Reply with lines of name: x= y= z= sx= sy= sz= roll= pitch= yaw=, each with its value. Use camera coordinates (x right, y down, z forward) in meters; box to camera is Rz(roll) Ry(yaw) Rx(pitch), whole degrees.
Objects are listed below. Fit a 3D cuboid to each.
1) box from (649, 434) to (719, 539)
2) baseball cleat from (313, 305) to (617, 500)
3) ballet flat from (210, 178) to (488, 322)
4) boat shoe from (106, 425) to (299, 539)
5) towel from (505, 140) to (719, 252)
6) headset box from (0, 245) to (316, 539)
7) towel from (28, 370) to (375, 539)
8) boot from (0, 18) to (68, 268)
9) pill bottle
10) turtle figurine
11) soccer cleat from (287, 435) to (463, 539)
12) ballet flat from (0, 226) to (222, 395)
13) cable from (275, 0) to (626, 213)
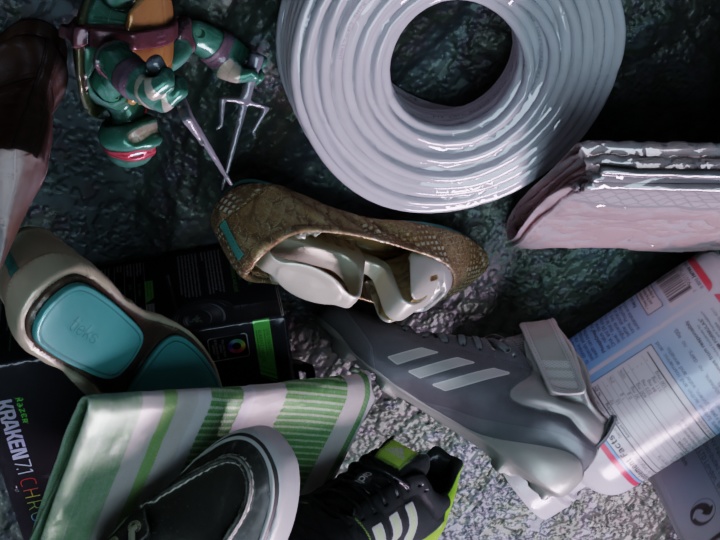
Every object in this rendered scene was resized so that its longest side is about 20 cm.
box: x=0.339 y=0.168 z=0.900 sx=0.200 sy=0.199 sz=0.171 roll=-40 pitch=122 yaw=17
baseball cleat: x=0.071 y=0.059 z=0.827 sx=0.200 sy=0.070 sz=0.107 roll=34 pitch=90 yaw=11
ballet flat: x=0.000 y=0.000 z=0.782 sx=0.199 sy=0.065 sz=0.071 roll=11 pitch=136 yaw=-30
boat shoe: x=-0.108 y=0.164 z=0.678 sx=0.200 sy=0.071 sz=0.064 roll=-52 pitch=152 yaw=16
towel: x=0.201 y=-0.039 z=0.756 sx=0.199 sy=0.191 sz=0.032 roll=1 pitch=81 yaw=-4
headset box: x=-0.127 y=0.087 z=0.817 sx=0.199 sy=0.093 sz=0.175 roll=-9 pitch=124 yaw=-7
towel: x=-0.091 y=0.121 z=0.734 sx=0.200 sy=0.023 sz=0.153 roll=0 pitch=127 yaw=-41
boot: x=-0.217 y=-0.029 z=0.658 sx=0.064 sy=0.200 sz=0.186 roll=30 pitch=112 yaw=-26
pill bottle: x=0.186 y=0.082 z=0.868 sx=0.200 sy=0.109 sz=0.109 roll=-35 pitch=122 yaw=12
turtle figurine: x=-0.108 y=-0.123 z=0.670 sx=0.100 sy=0.150 sz=0.201 roll=6 pitch=115 yaw=6
soccer cleat: x=-0.001 y=0.142 z=0.769 sx=0.200 sy=0.067 sz=0.081 roll=6 pitch=110 yaw=-60
ballet flat: x=-0.135 y=0.041 z=0.688 sx=0.069 sy=0.070 sz=0.200 roll=-24 pitch=144 yaw=4
cable: x=0.053 y=-0.126 z=0.729 sx=0.199 sy=0.069 sz=0.200 roll=-11 pitch=124 yaw=-4
